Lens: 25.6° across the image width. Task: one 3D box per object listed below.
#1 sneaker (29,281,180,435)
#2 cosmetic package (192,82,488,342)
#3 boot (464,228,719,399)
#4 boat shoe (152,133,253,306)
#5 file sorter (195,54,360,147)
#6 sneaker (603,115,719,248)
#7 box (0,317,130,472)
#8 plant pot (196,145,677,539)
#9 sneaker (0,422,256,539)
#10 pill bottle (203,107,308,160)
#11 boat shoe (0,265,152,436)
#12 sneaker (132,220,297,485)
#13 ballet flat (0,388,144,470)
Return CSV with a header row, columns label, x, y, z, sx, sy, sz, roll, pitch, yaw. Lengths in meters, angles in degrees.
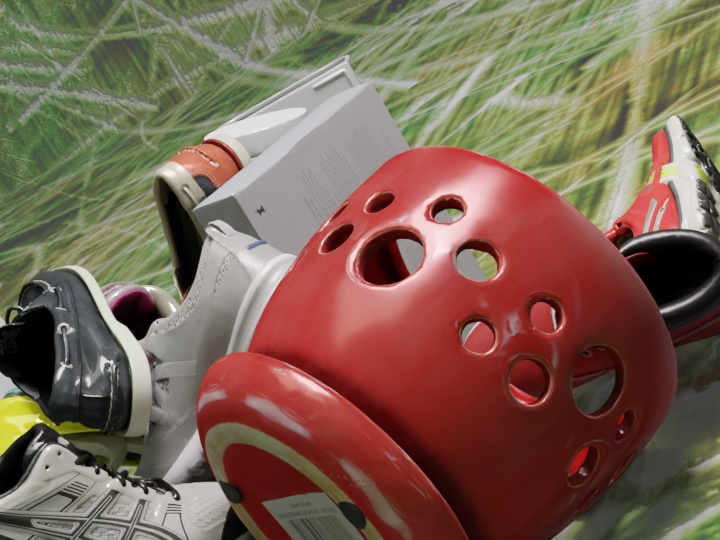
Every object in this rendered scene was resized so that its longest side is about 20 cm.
label,x,y,z,sx,sy,sz,roll,pitch,yaw
sneaker,-0.161,0.046,1.054,0.199,0.089,0.081,10,25,36
cosmetic package,0.000,0.000,1.045,0.052,0.200,0.151,-16,20,46
boot,0.123,0.024,0.875,0.199,0.073,0.144,-21,-13,28
boat shoe,-0.098,0.008,1.067,0.071,0.201,0.063,18,38,34
file sorter,-0.018,-0.051,1.252,0.138,0.201,0.125,-29,11,9
sneaker,0.197,-0.039,1.038,0.085,0.077,0.200,-31,14,20
box,-0.313,0.150,1.139,0.131,0.200,0.199,-32,11,46
plant pot,0.028,0.065,0.796,0.182,0.201,0.200,-42,19,-27
sneaker,-0.141,0.120,0.807,0.199,0.088,0.076,-6,6,-30
pill bottle,-0.048,-0.010,1.142,0.112,0.201,0.112,-15,14,4
boat shoe,-0.187,0.048,0.952,0.066,0.075,0.199,-1,23,-27
sneaker,-0.090,0.062,0.918,0.075,0.082,0.201,-9,-47,-58
ballet flat,-0.160,0.122,1.093,0.199,0.067,0.067,2,51,1
